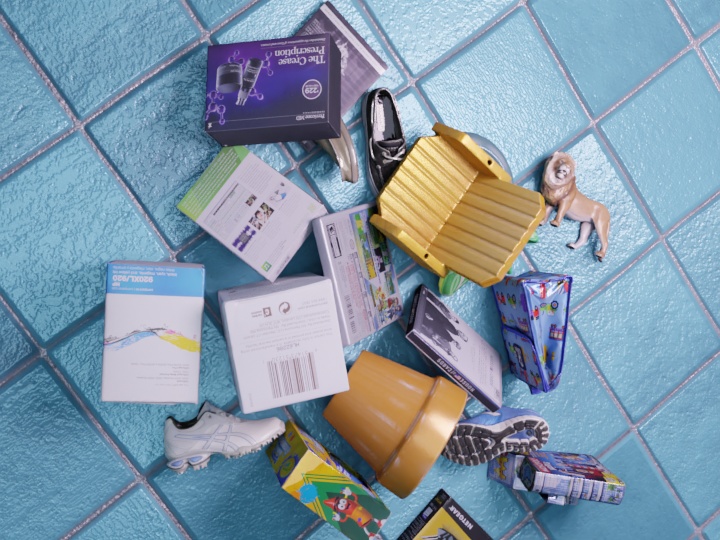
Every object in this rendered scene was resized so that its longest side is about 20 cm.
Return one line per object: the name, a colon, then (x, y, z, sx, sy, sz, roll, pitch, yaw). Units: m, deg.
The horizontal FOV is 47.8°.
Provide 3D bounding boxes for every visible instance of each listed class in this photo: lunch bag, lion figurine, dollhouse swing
lunch bag: (0.293, 0.108, 1.378, 0.092, 0.150, 0.204, -6, 94, -12)
lion figurine: (0.385, -0.111, 1.438, 0.199, 0.072, 0.124, 34, 77, -27)
dollhouse swing: (0.155, -0.102, 1.280, 0.181, 0.176, 0.201, 38, 86, -24)

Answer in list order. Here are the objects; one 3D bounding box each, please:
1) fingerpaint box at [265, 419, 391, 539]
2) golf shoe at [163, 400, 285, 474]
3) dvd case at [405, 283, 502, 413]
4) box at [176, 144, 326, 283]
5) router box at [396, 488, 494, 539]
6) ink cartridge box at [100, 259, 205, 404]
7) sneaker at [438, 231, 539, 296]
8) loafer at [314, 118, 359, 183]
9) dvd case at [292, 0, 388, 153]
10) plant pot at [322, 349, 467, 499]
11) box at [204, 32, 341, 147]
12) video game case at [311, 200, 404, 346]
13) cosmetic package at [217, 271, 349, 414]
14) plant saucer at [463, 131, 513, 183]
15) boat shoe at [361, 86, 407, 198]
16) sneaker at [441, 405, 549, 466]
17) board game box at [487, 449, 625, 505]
fingerpaint box: (-0.056, 0.331, 1.283, 0.166, 0.200, 0.074, 39, 83, -11)
golf shoe: (-0.221, 0.254, 1.307, 0.197, 0.078, 0.099, -14, 90, -13)
dvd case: (0.160, 0.127, 1.356, 0.200, 0.151, 0.025, 42, 117, -12)
box: (-0.171, -0.097, 1.273, 0.199, 0.036, 0.145, 37, 84, 15)
router box: (0.162, 0.510, 1.419, 0.200, 0.052, 0.157, 45, 83, -11)
ink cartridge box: (-0.313, 0.090, 1.237, 0.142, 0.147, 0.204, 3, 92, -13)
sneaker: (0.214, -0.019, 1.368, 0.199, 0.074, 0.084, -40, 72, 9)
loafer: (-0.058, -0.227, 1.305, 0.067, 0.076, 0.203, -23, 86, 0)
dvd case: (-0.070, -0.319, 1.338, 0.149, 0.016, 0.200, 44, 84, -11)
plant pot: (0.045, 0.231, 1.317, 0.182, 0.200, 0.202, 34, 85, 3)
box: (-0.132, -0.273, 1.244, 0.196, 0.079, 0.144, -3, 82, 13)
video game case: (0.000, 0.000, 1.310, 0.182, 0.022, 0.203, -22, 101, -56)
cosmetic package: (-0.124, 0.104, 1.254, 0.165, 0.200, 0.169, -12, 95, -12)
plant saucer: (0.179, -0.135, 1.393, 0.197, 0.027, 0.204, -2, 97, -16)
boat shoe: (0.043, -0.200, 1.345, 0.070, 0.064, 0.204, -14, 99, -13)
sneaker: (0.225, 0.282, 1.412, 0.196, 0.089, 0.080, -8, 102, 7)
board game box: (0.326, 0.356, 1.399, 0.196, 0.200, 0.063, 8, 90, 1)
